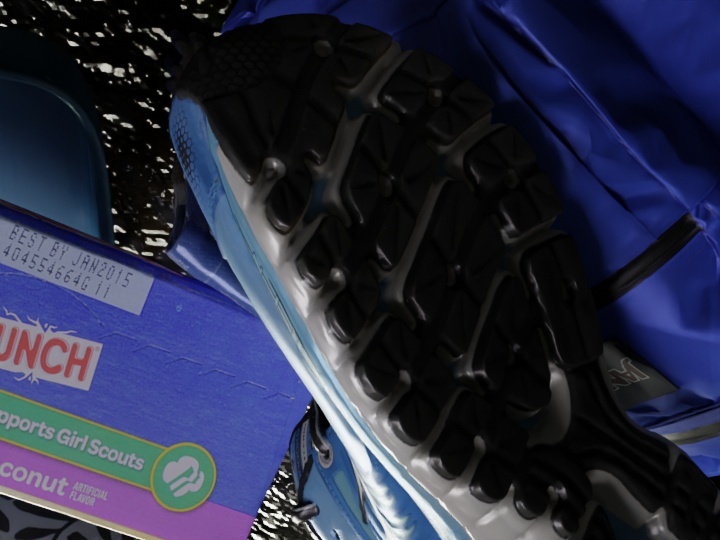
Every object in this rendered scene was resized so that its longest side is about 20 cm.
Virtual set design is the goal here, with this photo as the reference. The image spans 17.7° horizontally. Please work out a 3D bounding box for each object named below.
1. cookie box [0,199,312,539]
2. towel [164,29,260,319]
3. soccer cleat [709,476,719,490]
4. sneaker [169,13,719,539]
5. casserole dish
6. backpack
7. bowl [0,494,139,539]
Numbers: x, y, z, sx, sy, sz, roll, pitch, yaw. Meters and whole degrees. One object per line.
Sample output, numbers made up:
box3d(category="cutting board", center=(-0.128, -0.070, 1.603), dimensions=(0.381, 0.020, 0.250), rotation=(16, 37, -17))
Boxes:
box3d(category="cookie box", center=(-0.131, 0.009, 0.684), dimensions=(0.171, 0.075, 0.200), rotation=(23, 177, -26))
box3d(category="towel", center=(0.000, 0.000, 0.681), dimensions=(0.147, 0.200, 0.024), rotation=(38, 102, -17))
box3d(category="soccer cleat", center=(0.086, 0.049, 0.734), dimensions=(0.200, 0.081, 0.068), rotation=(-6, 94, 26))
box3d(category="sneaker", center=(0.008, 0.035, 0.513), dimensions=(0.090, 0.078, 0.200), rotation=(-6, 126, 39))
box3d(category="casserole dish", center=(-0.145, -0.024, 0.823), dimensions=(0.121, 0.039, 0.200), rotation=(5, 141, 1))
box3d(category="backpack", center=(0.078, -0.032, 0.594), dimensions=(0.200, 0.168, 0.162), rotation=(43, 147, -19))
box3d(category="bowl", center=(-0.132, 0.106, 0.917), dimensions=(0.201, 0.094, 0.201), rotation=(11, 172, 2))
